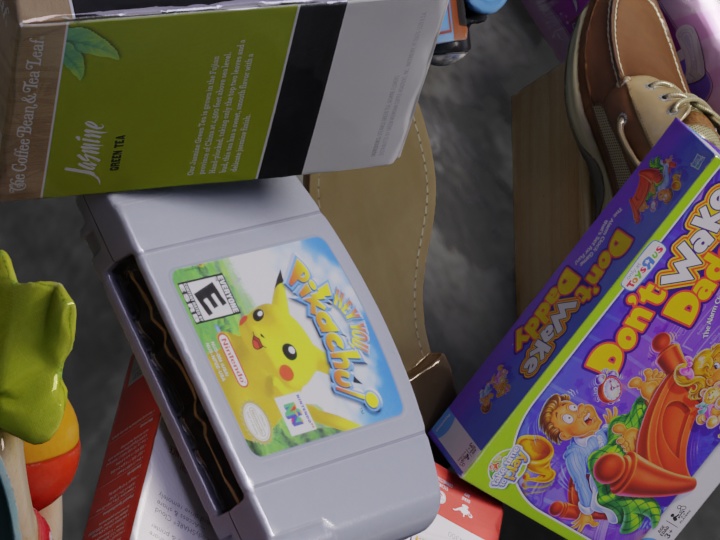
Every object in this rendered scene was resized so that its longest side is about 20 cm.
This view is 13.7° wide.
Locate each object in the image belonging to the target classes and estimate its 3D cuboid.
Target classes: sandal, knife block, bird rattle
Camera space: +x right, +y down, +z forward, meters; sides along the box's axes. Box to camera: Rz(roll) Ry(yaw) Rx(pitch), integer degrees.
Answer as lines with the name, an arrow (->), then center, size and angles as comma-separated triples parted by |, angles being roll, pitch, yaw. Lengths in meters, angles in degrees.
sandal -> -0.005, 0.001, 1.493 | 0.077, 0.069, 0.213 | -16, 101, -32
knife block -> 0.118, 0.005, 1.591 | 0.201, 0.064, 0.175 | 56, 44, -2
bird rattle -> -0.145, 0.086, 1.273 | 0.163, 0.112, 0.201 | -81, 156, -72

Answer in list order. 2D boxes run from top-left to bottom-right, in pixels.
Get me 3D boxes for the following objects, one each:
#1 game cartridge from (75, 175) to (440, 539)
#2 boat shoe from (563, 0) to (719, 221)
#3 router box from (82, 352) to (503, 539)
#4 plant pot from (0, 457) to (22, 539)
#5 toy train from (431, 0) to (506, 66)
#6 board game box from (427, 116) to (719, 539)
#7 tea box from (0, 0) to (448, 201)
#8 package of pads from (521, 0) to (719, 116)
game cartridge -> -0.041, 0.040, 1.385 | 0.133, 0.040, 0.201 | -13, 74, -50
boat shoe -> 0.161, -0.060, 1.565 | 0.075, 0.074, 0.201 | 12, 60, -36
router box -> -0.034, 0.148, 1.393 | 0.199, 0.049, 0.180 | 31, 51, -25
plant pot -> -0.248, 0.116, 1.139 | 0.200, 0.134, 0.202 | -11, 106, -43
toy train -> 0.018, -0.205, 1.572 | 0.114, 0.086, 0.201 | -13, 99, -49
board game box -> 0.147, 0.042, 1.480 | 0.134, 0.200, 0.045 | 31, 12, -34
tea box -> -0.084, -0.156, 1.355 | 0.195, 0.134, 0.201 | -5, 57, -16
package of pads -> 0.173, -0.133, 1.673 | 0.076, 0.120, 0.201 | -30, 89, -45
